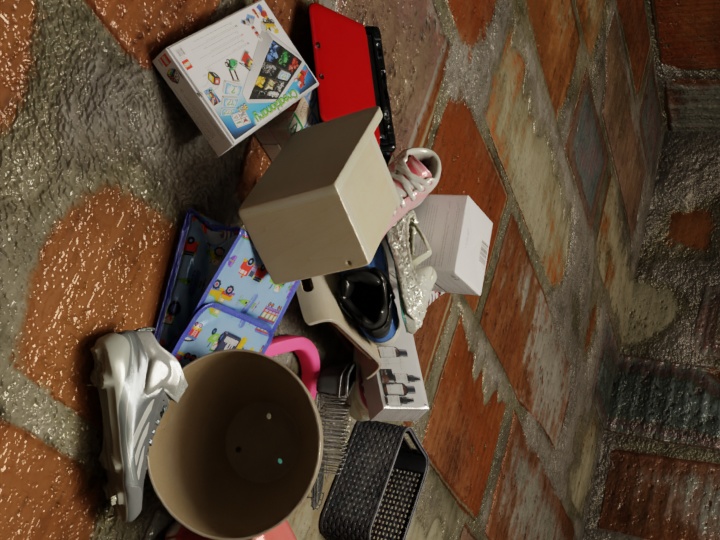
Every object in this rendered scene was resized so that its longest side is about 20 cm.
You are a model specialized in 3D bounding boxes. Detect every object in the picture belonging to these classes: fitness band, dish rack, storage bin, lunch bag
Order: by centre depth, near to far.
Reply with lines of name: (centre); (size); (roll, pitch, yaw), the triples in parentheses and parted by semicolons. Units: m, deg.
lunch bag: (-0.169, 0.053, 1.075); (0.150, 0.093, 0.203); (28, 83, -58)
fitness band: (-0.112, 0.164, 1.227); (0.199, 0.037, 0.147); (-9, 102, -62)
dish rack: (-0.042, 0.238, 1.299); (0.153, 0.053, 0.204); (-19, 113, -85)
storage bin: (0.026, 0.359, 1.457); (0.136, 0.092, 0.202); (60, 43, -46)

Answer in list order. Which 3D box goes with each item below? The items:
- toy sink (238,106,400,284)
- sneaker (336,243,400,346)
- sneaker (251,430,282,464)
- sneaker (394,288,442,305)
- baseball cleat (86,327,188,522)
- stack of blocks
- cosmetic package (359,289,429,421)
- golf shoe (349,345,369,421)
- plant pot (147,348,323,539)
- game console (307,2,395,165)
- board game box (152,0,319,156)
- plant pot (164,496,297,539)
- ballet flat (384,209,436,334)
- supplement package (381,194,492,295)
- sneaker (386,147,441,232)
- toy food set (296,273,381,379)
toy sink: (-0.035, -0.088, 1.065); (0.113, 0.128, 0.201); (64, 28, -27)
sneaker: (0.001, 0.000, 1.252); (0.111, 0.075, 0.203); (57, 17, -71)
sneaker: (-0.134, 0.281, 1.161); (0.079, 0.071, 0.203); (8, 112, -27)
sneaker: (0.123, 0.035, 1.564); (0.202, 0.111, 0.072); (-64, 144, -34)
baseball cleat: (-0.228, 0.162, 0.954); (0.105, 0.069, 0.204); (-11, 106, -34)
stack of blocks: (-0.072, -0.147, 1.229); (0.201, 0.058, 0.117); (58, 45, -48)
cosmetic package: (0.042, 0.125, 1.371); (0.081, 0.051, 0.203); (6, 57, -28)
golf shoe: (0.011, 0.145, 1.434); (0.092, 0.074, 0.203); (127, -24, -50)
plant pot: (-0.129, 0.199, 1.035); (0.134, 0.196, 0.204); (50, 49, -76)
game console: (-0.022, -0.244, 1.274); (0.173, 0.116, 0.204); (116, -30, -65)
board game box: (-0.140, -0.232, 1.060); (0.127, 0.034, 0.200); (55, 40, -10)
plant pot: (-0.141, 0.376, 1.065); (0.200, 0.197, 0.181); (-35, 116, -55)
ballet flat: (0.072, -0.009, 1.270); (0.072, 0.071, 0.203); (50, 23, -52)
supplement package: (0.087, -0.042, 1.393); (0.119, 0.197, 0.124); (34, 65, -58)
sneaker: (0.039, -0.104, 1.235); (0.200, 0.075, 0.105); (-39, 171, -35)
toy food set: (-0.042, 0.056, 1.283); (0.200, 0.060, 0.145); (47, 21, -52)
